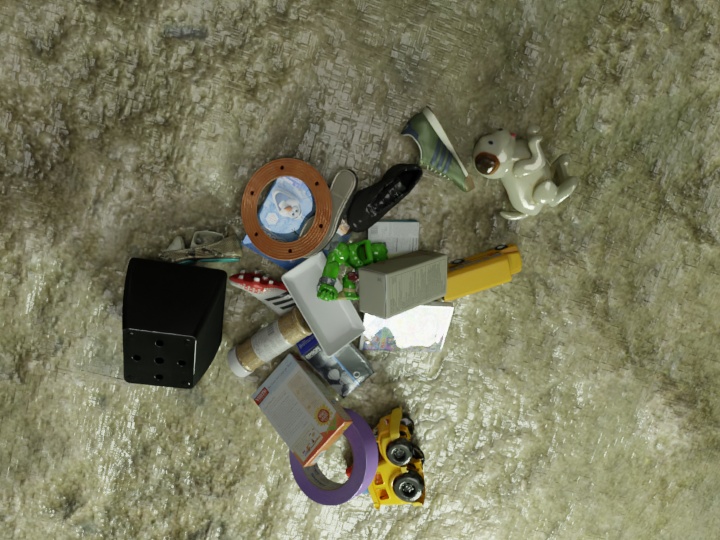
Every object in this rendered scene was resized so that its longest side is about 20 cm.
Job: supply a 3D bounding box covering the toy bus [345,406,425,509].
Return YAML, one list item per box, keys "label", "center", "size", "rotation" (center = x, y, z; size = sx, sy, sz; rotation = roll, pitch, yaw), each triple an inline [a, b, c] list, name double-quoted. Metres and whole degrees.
- label: "toy bus"
  center: [0.048, 0.443, 1.376]
  size: [0.188, 0.136, 0.204]
  rotation: [-14, 103, 13]

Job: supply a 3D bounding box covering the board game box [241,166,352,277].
- label: "board game box"
  center: [-0.121, -0.097, 1.260]
  size: [0.197, 0.043, 0.202]
  rotation: [29, 98, -13]

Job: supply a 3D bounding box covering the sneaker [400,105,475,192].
- label: "sneaker"
  center: [0.159, -0.239, 1.257]
  size: [0.089, 0.067, 0.202]
  rotation: [-32, 105, 9]

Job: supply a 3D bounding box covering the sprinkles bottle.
- label: "sprinkles bottle"
  center: [-0.195, 0.154, 1.270]
  size: [0.198, 0.069, 0.069]
  rotation: [-33, 105, 18]

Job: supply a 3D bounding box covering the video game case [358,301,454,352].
- label: "video game case"
  center: [0.100, 0.126, 1.324]
  size: [0.195, 0.018, 0.145]
  rotation: [3, 129, -8]

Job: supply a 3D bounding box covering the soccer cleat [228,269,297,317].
- label: "soccer cleat"
  center: [-0.189, 0.055, 1.275]
  size: [0.195, 0.069, 0.087]
  rotation: [12, 106, -14]

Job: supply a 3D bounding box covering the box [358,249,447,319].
- label: "box"
  center: [0.090, 0.024, 1.209]
  size: [0.198, 0.077, 0.097]
  rotation: [-15, 110, -44]

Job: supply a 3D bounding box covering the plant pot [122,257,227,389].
- label: "plant pot"
  center: [-0.382, 0.118, 1.177]
  size: [0.195, 0.179, 0.203]
  rotation: [9, 122, -8]

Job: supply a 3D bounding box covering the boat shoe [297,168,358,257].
- label: "boat shoe"
  center: [-0.062, -0.114, 1.215]
  size: [0.066, 0.057, 0.202]
  rotation: [33, 99, 10]

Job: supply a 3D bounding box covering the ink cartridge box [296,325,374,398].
- label: "ink cartridge box"
  center: [-0.062, 0.188, 1.318]
  size: [0.099, 0.039, 0.201]
  rotation: [-39, 115, 3]

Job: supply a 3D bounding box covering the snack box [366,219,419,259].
- label: "snack box"
  center: [0.068, -0.009, 1.308]
  size: [0.113, 0.037, 0.205]
  rotation: [0, 103, -6]

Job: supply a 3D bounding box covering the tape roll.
- label: "tape roll"
  center: [-0.061, 0.412, 1.320]
  size: [0.196, 0.065, 0.205]
  rotation: [-3, 84, 26]

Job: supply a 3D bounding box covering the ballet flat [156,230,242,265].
- label: "ballet flat"
  center: [-0.346, -0.042, 1.236]
  size: [0.195, 0.068, 0.077]
  rotation: [-11, 85, -1]

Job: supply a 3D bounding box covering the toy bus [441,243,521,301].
- label: "toy bus"
  center: [0.265, 0.003, 1.315]
  size: [0.196, 0.078, 0.066]
  rotation: [-17, 105, -3]

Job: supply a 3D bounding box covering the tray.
- label: "tray"
  center: [-0.078, 0.071, 1.254]
  size: [0.106, 0.022, 0.203]
  rotation: [-33, 101, -19]

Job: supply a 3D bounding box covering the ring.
- label: "ring"
  center: [-0.149, -0.123, 1.198]
  size: [0.195, 0.019, 0.206]
  rotation: [0, 91, 13]

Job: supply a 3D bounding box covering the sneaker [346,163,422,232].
- label: "sneaker"
  center: [0.050, -0.157, 1.220]
  size: [0.200, 0.090, 0.076]
  rotation: [-47, 105, -15]

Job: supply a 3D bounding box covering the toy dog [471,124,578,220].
- label: "toy dog"
  center: [0.328, -0.221, 1.258]
  size: [0.198, 0.141, 0.194]
  rotation: [31, 134, -14]

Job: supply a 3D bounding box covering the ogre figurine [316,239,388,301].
- label: "ogre figurine"
  center: [0.000, 0.000, 1.230]
  size: [0.195, 0.098, 0.123]
  rotation: [-1, 88, -13]

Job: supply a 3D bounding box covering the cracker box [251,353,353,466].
- label: "cracker box"
  center: [-0.129, 0.302, 1.292]
  size: [0.134, 0.058, 0.200]
  rotation: [-46, 67, 6]
